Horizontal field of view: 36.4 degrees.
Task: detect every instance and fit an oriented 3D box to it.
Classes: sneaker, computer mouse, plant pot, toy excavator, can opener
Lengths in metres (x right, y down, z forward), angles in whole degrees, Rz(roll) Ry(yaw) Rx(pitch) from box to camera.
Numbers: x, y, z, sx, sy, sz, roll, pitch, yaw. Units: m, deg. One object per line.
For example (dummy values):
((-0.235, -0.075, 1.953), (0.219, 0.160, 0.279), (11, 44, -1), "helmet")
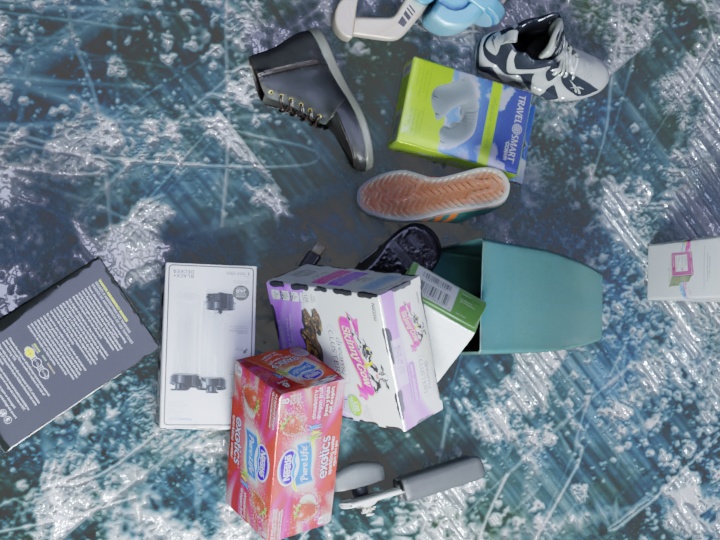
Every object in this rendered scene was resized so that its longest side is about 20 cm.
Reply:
((-0.063, -0.203, 1.407), (0.106, 0.075, 0.201), (-25, 83, -13), "sneaker")
((0.000, 0.000, 1.416), (0.140, 0.046, 0.200), (41, 87, -13), "computer mouse")
((0.209, 0.044, 1.426), (0.199, 0.141, 0.142), (5, 83, -23), "plant pot")
((0.266, -0.289, 1.476), (0.198, 0.130, 0.080), (16, 81, -15), "sneaker")
((0.086, -0.355, 1.455), (0.194, 0.100, 0.200), (33, 85, -10), "toy excavator")
((0.061, 0.266, 1.401), (0.199, 0.053, 0.067), (-9, 87, -17), "can opener")
((0.096, -0.090, 1.442), (0.199, 0.080, 0.072), (-3, 76, 4), "sneaker")

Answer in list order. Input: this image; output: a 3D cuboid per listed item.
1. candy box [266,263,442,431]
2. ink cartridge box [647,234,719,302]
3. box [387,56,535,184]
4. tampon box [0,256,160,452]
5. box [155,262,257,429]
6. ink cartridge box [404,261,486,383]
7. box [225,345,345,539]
((-0.009, 0.087, 1.297), (0.071, 0.200, 0.168), (-24, 109, -40), "candy box")
((0.501, 0.000, 1.483), (0.144, 0.200, 0.085), (2, 88, -16), "ink cartridge box")
((0.146, -0.199, 1.475), (0.199, 0.048, 0.122), (14, 81, -14), "box")
((-0.351, 0.093, 1.245), (0.200, 0.150, 0.126), (-34, 95, -17), "tampon box")
((-0.190, 0.094, 1.340), (0.116, 0.060, 0.201), (1, 84, -16), "box")
((0.062, 0.091, 1.354), (0.104, 0.200, 0.059), (30, 44, -1), "ink cartridge box")
((-0.090, 0.202, 1.287), (0.095, 0.100, 0.201), (-10, 117, -37), "box")
